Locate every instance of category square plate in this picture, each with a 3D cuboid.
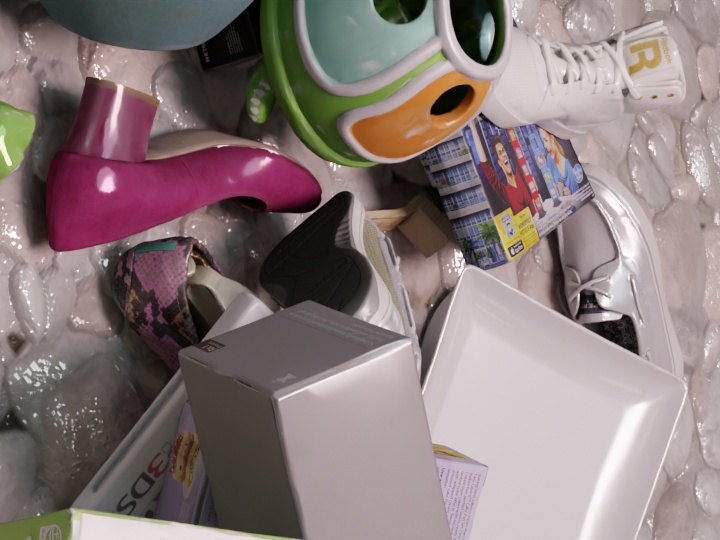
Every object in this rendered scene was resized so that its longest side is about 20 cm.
[{"bbox_3d":[0.100,0.126,1.132,0.197,0.028,0.201,27,78,-27],"label":"square plate"}]

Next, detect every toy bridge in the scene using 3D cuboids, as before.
[{"bbox_3d":[0.000,0.000,1.148,0.067,0.027,0.200,46,37,-6],"label":"toy bridge"}]

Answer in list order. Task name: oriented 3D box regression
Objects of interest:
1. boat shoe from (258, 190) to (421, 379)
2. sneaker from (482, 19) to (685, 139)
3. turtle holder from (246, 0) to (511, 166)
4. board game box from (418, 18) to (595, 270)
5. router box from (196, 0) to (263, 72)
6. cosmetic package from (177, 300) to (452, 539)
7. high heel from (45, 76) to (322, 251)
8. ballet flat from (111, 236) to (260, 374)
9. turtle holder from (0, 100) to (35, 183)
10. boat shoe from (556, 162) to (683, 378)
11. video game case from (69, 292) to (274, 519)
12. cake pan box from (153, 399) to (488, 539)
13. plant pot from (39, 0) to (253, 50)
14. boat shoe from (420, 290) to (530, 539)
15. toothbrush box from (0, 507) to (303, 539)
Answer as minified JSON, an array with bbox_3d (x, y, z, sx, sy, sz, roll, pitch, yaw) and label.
[{"bbox_3d":[-0.008,0.013,1.025,0.065,0.074,0.202,49,4,-20],"label":"boat shoe"},{"bbox_3d":[0.149,-0.139,1.193,0.200,0.115,0.074,2,74,-61],"label":"sneaker"},{"bbox_3d":[0.021,-0.156,1.052,0.141,0.131,0.187,40,55,-37],"label":"turtle holder"},{"bbox_3d":[0.075,-0.113,1.229,0.200,0.061,0.201,-31,101,-63],"label":"board game box"},{"bbox_3d":[-0.058,-0.238,1.131,0.157,0.052,0.202,-21,98,-50],"label":"router box"},{"bbox_3d":[-0.015,0.126,0.891,0.090,0.107,0.202,-18,110,-28],"label":"cosmetic package"},{"bbox_3d":[-0.101,-0.038,1.040,0.199,0.067,0.097,20,85,-45],"label":"high heel"},{"bbox_3d":[-0.063,0.058,1.038,0.200,0.071,0.069,53,43,-28],"label":"ballet flat"},{"bbox_3d":[-0.241,-0.041,0.803,0.185,0.131,0.142,29,59,-42],"label":"turtle holder"},{"bbox_3d":[0.184,0.021,1.351,0.068,0.072,0.201,-42,123,-50],"label":"boat shoe"},{"bbox_3d":[-0.056,0.143,1.003,0.182,0.023,0.200,-52,124,-12],"label":"video game case"},{"bbox_3d":[-0.033,0.183,0.982,0.183,0.052,0.202,12,93,-32],"label":"cake pan box"},{"bbox_3d":[-0.116,-0.199,0.973,0.200,0.199,0.136,-24,134,-50],"label":"plant pot"},{"bbox_3d":[0.081,0.094,1.188,0.075,0.086,0.203,43,51,-35],"label":"boat shoe"},{"bbox_3d":[-0.121,0.168,0.823,0.145,0.199,0.087,15,70,-36],"label":"toothbrush box"}]
